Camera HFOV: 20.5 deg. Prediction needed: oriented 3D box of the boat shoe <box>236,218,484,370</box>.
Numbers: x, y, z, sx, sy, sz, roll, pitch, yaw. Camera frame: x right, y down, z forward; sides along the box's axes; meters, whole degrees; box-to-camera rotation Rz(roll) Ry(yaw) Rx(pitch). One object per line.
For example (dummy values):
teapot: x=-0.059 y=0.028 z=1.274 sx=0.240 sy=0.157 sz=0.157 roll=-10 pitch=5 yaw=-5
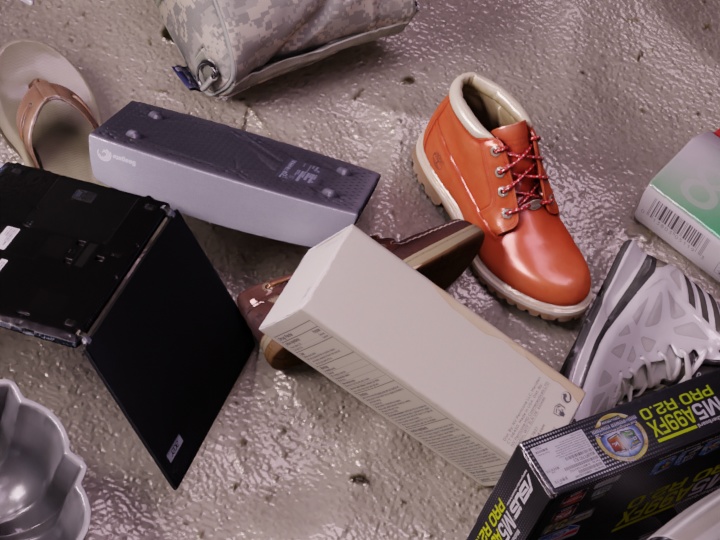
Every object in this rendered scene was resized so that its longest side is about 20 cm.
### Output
boat shoe: x=0.000 y=0.000 z=1.455 sx=0.200 sy=0.072 sz=0.072 roll=-28 pitch=67 yaw=-24

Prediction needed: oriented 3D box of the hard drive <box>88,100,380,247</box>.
hard drive: x=-0.092 y=-0.069 z=1.456 sx=0.199 sy=0.042 sz=0.135 roll=17 pitch=18 yaw=3

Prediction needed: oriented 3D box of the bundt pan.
bundt pan: x=-0.272 y=0.160 z=1.250 sx=0.201 sy=0.076 sz=0.203 roll=8 pitch=54 yaw=-11

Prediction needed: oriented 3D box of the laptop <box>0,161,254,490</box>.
laptop: x=-0.185 y=0.031 z=1.353 sx=0.199 sy=0.104 sz=0.177 roll=14 pitch=35 yaw=8

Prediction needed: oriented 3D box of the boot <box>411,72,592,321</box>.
boot: x=0.115 y=-0.056 z=1.506 sx=0.075 sy=0.107 sz=0.200 roll=-23 pitch=65 yaw=-31

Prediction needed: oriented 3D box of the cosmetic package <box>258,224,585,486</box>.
cosmetic package: x=0.041 y=0.062 z=1.356 sx=0.200 sy=0.103 sz=0.073 roll=37 pitch=71 yaw=-11

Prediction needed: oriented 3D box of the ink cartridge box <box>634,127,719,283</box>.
ink cartridge box: x=0.338 y=-0.061 z=1.611 sx=0.161 sy=0.050 sz=0.200 roll=38 pitch=55 yaw=13

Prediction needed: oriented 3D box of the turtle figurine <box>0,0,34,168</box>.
turtle figurine: x=-0.315 y=-0.167 z=1.441 sx=0.199 sy=0.144 sz=0.194 roll=-15 pitch=43 yaw=1

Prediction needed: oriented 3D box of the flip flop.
flip flop: x=-0.222 y=-0.095 z=1.466 sx=0.081 sy=0.058 sz=0.201 roll=-5 pitch=56 yaw=-19

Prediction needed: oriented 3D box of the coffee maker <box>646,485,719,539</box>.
coffee maker: x=0.212 y=0.239 z=1.214 sx=0.199 sy=0.135 sz=0.193 roll=-22 pitch=72 yaw=-28

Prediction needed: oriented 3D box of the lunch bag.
lunch bag: x=-0.068 y=-0.238 z=1.568 sx=0.199 sy=0.139 sz=0.168 roll=-22 pitch=79 yaw=-25

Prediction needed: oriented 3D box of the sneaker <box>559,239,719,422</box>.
sneaker: x=0.212 y=0.068 z=1.459 sx=0.115 sy=0.076 sz=0.201 roll=26 pitch=49 yaw=7

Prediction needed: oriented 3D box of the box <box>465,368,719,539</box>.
box: x=0.174 y=0.143 z=1.338 sx=0.199 sy=0.160 sz=0.044 roll=-17 pitch=60 yaw=-27
